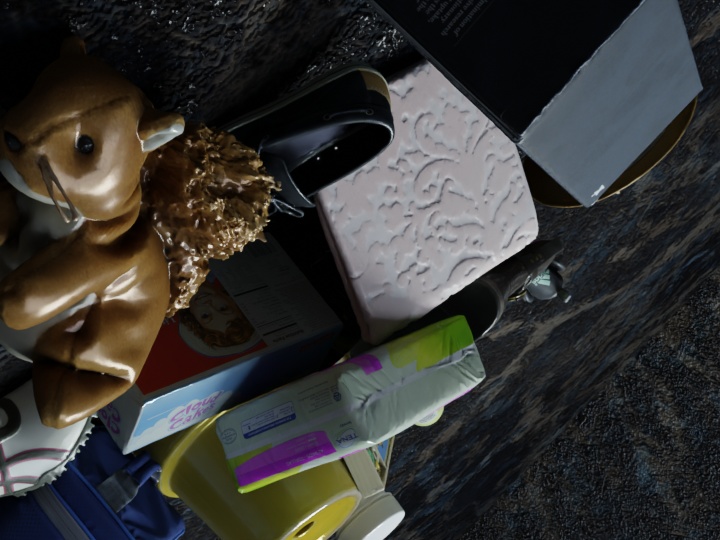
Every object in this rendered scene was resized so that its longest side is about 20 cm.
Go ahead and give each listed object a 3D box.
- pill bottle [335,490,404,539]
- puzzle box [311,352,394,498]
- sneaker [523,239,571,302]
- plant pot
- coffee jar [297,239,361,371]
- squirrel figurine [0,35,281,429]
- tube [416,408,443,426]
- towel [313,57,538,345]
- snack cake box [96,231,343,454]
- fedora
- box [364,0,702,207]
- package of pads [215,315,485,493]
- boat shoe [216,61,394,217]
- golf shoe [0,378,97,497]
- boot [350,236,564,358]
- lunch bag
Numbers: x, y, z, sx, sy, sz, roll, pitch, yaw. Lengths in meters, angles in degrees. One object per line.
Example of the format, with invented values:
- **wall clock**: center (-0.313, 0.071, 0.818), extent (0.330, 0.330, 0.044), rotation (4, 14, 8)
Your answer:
- **pill bottle**: center (-0.039, 0.229, 1.085), extent (0.111, 0.200, 0.112), rotation (-33, 156, -17)
- **puzzle box**: center (-0.005, 0.137, 0.974), extent (0.025, 0.134, 0.200), rotation (-25, -173, 10)
- **sneaker**: center (0.195, -0.015, 1.094), extent (0.078, 0.140, 0.199), rotation (-45, 157, 13)
- **plant pot**: center (-0.103, 0.188, 0.927), extent (0.199, 0.189, 0.202), rotation (-32, 155, -17)
- **coffee jar**: center (0.000, 0.000, 0.863), extent (0.200, 0.085, 0.104), rotation (-45, -164, 7)
- **squirrel figurine**: center (-0.149, -0.041, 0.549), extent (0.199, 0.141, 0.188), rotation (-22, 140, -47)
- **tube**: center (0.049, 0.125, 1.043), extent (0.051, 0.059, 0.200), rotation (-9, 155, 15)
- **towel**: center (0.051, -0.068, 0.767), extent (0.199, 0.032, 0.193), rotation (-31, 111, -25)
- **snack cake box**: center (-0.125, 0.051, 0.738), extent (0.199, 0.115, 0.068), rotation (-18, 149, -42)
- **fedora**: center (0.234, -0.159, 0.930), extent (0.200, 0.201, 0.082), rotation (-43, 122, 5)
- **box**: center (0.104, -0.165, 0.611), extent (0.124, 0.197, 0.199), rotation (-46, 157, 13)
- **package of pads**: center (-0.006, 0.109, 0.763), extent (0.153, 0.069, 0.199), rotation (-27, 173, 35)
- **boat shoe**: center (-0.062, -0.072, 0.655), extent (0.198, 0.063, 0.075), rotation (-30, 144, 7)
- **golf shoe**: center (-0.284, 0.135, 0.696), extent (0.200, 0.077, 0.088), rotation (-42, 143, -11)
- **boot**: center (0.100, 0.040, 0.916), extent (0.199, 0.070, 0.174), rotation (-30, 180, 32)
- **lunch bag**: center (-0.234, 0.219, 0.809), extent (0.132, 0.136, 0.200), rotation (-38, 178, -3)
